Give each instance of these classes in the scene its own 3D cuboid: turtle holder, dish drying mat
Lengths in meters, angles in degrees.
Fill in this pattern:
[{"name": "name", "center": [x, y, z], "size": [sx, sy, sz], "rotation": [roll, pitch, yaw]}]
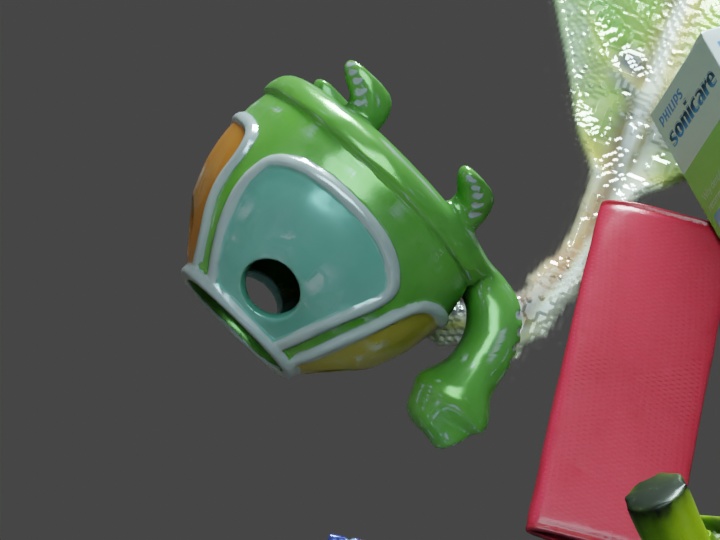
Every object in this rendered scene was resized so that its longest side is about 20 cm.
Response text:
[{"name": "turtle holder", "center": [-0.007, -0.004, 1.388], "size": [0.132, 0.141, 0.186], "rotation": [-46, 116, -10]}, {"name": "dish drying mat", "center": [0.142, 0.057, 1.427], "size": [0.077, 0.018, 0.200], "rotation": [15, 62, -1]}]

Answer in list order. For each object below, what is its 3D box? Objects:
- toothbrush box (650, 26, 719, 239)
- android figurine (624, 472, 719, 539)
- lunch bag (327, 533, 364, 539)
[{"name": "toothbrush box", "center": [0.269, -0.041, 1.448], "size": [0.145, 0.086, 0.200], "rotation": [-16, 64, -24]}, {"name": "android figurine", "center": [0.159, 0.201, 1.283], "size": [0.182, 0.041, 0.200], "rotation": [-41, 116, -38]}, {"name": "lunch bag", "center": [0.036, 0.241, 1.286], "size": [0.150, 0.094, 0.200], "rotation": [12, 71, -4]}]
